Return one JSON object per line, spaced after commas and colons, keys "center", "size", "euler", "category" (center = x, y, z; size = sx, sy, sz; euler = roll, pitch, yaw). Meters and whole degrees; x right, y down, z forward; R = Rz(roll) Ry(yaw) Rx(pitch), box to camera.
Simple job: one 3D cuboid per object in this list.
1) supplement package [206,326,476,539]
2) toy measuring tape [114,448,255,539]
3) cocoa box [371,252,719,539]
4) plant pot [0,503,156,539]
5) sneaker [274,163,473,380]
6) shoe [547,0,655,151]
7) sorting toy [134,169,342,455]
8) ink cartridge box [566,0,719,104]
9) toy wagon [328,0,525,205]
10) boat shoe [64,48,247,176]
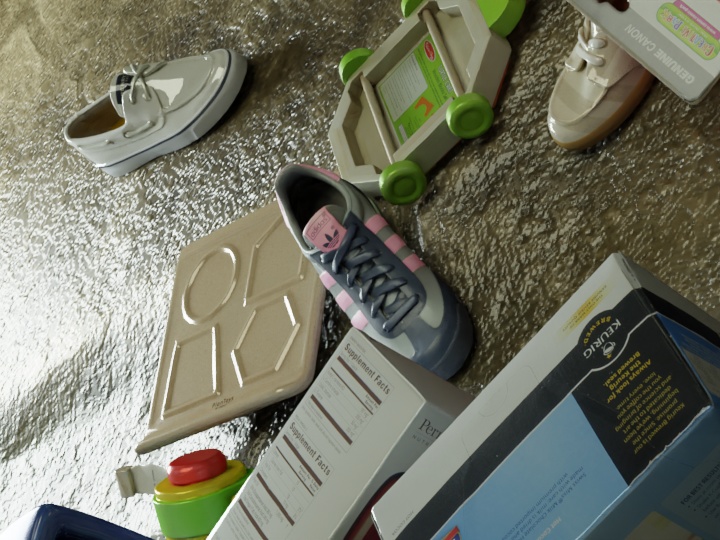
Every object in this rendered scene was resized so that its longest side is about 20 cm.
{"center": [-0.001, 0.156, 1.182], "size": [0.200, 0.114, 0.110], "euler": [-56, 32, 6], "category": "supplement package"}
{"center": [-0.132, 0.160, 1.385], "size": [0.200, 0.073, 0.074], "euler": [-3, 63, 49], "category": "toy measuring tape"}
{"center": [0.128, 0.122, 1.020], "size": [0.200, 0.133, 0.131], "euler": [-48, 35, 17], "category": "cocoa box"}
{"center": [-0.180, 0.283, 1.254], "size": [0.180, 0.200, 0.201], "euler": [-25, 47, 49], "category": "plant pot"}
{"center": [0.000, 0.000, 1.318], "size": [0.070, 0.082, 0.200], "euler": [-48, 45, 7], "category": "sneaker"}
{"center": [0.170, -0.171, 1.264], "size": [0.200, 0.053, 0.070], "euler": [-59, 33, 0], "category": "shoe"}
{"center": [-0.083, 0.034, 1.463], "size": [0.185, 0.036, 0.201], "euler": [-24, 43, 42], "category": "sorting toy"}
{"center": [0.205, -0.204, 1.164], "size": [0.176, 0.084, 0.200], "euler": [-51, 53, 12], "category": "ink cartridge box"}
{"center": [0.055, -0.141, 1.406], "size": [0.200, 0.040, 0.155], "euler": [-44, 37, 21], "category": "toy wagon"}
{"center": [-0.180, -0.144, 1.690], "size": [0.200, 0.070, 0.071], "euler": [-23, 48, 43], "category": "boat shoe"}
